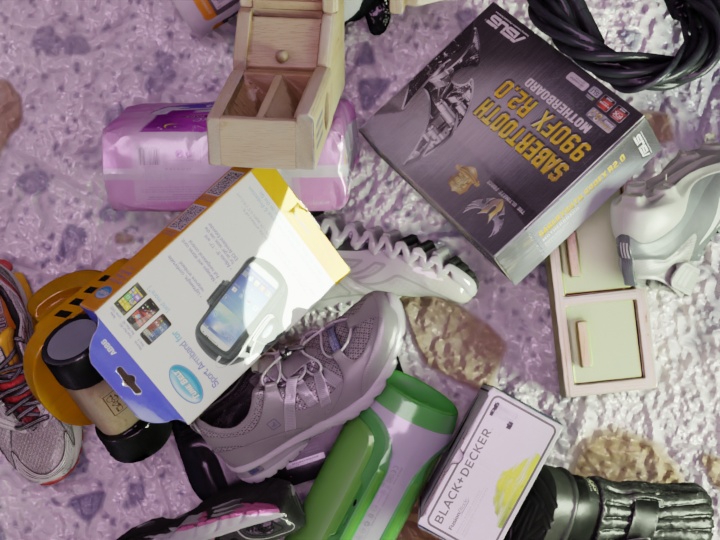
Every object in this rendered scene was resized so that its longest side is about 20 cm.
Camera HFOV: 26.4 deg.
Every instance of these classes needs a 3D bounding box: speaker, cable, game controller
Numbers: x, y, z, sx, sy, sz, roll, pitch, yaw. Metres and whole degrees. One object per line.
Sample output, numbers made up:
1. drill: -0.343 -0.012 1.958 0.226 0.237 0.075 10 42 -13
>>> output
1. speaker: 0.001 0.182 1.228 0.088 0.088 0.200 28 100 6
2. cable: 0.209 -0.216 1.226 0.163 0.051 0.200 11 47 -8
3. game controller: -0.056 0.125 1.281 0.200 0.042 0.105 -18 99 3

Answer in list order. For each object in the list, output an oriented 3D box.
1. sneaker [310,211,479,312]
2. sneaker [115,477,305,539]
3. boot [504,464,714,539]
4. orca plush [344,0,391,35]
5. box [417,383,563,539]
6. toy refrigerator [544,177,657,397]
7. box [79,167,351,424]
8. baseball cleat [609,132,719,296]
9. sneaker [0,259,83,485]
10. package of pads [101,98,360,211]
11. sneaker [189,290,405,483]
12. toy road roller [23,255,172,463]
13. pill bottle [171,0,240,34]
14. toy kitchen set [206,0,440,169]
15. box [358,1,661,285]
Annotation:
1. sneaker: 0.000 0.000 1.268 0.200 0.075 0.081 16 96 15
2. sneaker: -0.120 0.233 1.244 0.200 0.080 0.086 -24 98 31
3. boot: 0.179 0.250 1.230 0.158 0.079 0.211 12 120 -25
4. orca plush: -0.004 -0.216 1.284 0.200 0.105 0.071 -45 115 -3
5. box: 0.096 0.151 1.181 0.060 0.200 0.117 29 87 4
6. toy refrigerator: 0.190 0.000 1.252 0.076 0.070 0.201 -6 86 3
7. box: -0.115 0.020 1.160 0.200 0.041 0.119 -42 115 -14
8. baseball cleat: 0.263 -0.041 1.226 0.200 0.070 0.107 -22 116 -38
9. sneaker: -0.294 0.085 1.273 0.078 0.082 0.200 -24 85 2
10. package of pads: -0.102 -0.094 1.249 0.199 0.121 0.076 -1 107 4
11. sneaker: -0.048 0.085 1.194 0.200 0.075 0.082 -44 124 13
12. toy road roller: -0.181 0.041 1.242 0.200 0.123 0.146 -40 39 -16
13. pill bottle: -0.083 -0.293 1.271 0.200 0.116 0.117 -33 84 0
14. toy kitchen set: -0.020 -0.200 1.138 0.163 0.181 0.200 3 118 6
15. box: 0.114 -0.106 1.226 0.158 0.048 0.200 -42 49 0
